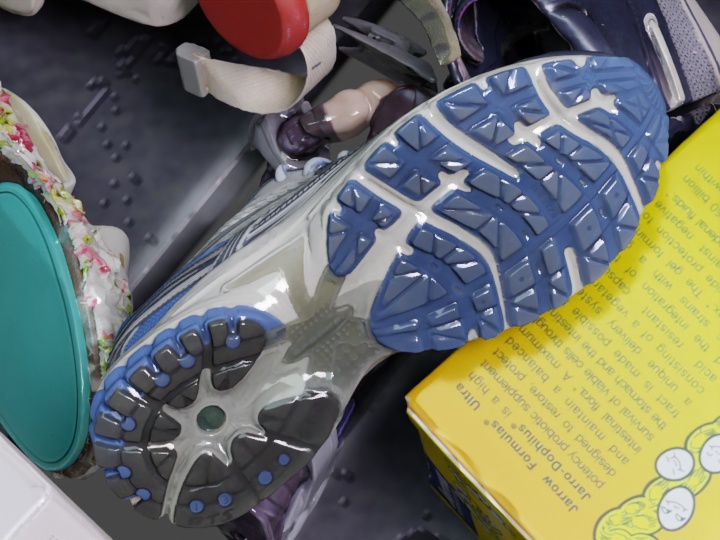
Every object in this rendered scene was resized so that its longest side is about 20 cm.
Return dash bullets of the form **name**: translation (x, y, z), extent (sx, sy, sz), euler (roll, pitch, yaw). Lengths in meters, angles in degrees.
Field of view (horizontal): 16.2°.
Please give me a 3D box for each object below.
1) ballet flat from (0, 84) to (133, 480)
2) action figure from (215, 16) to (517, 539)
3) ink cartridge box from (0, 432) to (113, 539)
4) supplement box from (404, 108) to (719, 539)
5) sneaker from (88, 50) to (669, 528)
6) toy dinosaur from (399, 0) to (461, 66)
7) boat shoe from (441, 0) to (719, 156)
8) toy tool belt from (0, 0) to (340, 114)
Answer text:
- **ballet flat**: translation (-0.116, -0.018, 0.860), extent (0.076, 0.064, 0.201), euler (-50, 60, 34)
- **action figure**: translation (0.000, 0.000, 0.852), extent (0.130, 0.069, 0.200), euler (32, 75, 22)
- **ink cartridge box**: translation (-0.130, 0.119, 0.769), extent (0.129, 0.200, 0.125), euler (-46, 56, -9)
- **supplement box**: translation (0.124, 0.027, 0.805), extent (0.200, 0.109, 0.110), euler (-42, 73, -7)
- **sneaker**: translation (-0.001, -0.011, 0.767), extent (0.199, 0.085, 0.077), euler (-32, 115, 5)
- **toy dinosaur**: translation (-0.005, -0.151, 0.799), extent (0.088, 0.048, 0.200), euler (-29, 72, -30)
- **boat shoe**: translation (0.046, -0.113, 0.826), extent (0.075, 0.093, 0.201), euler (-43, 75, 27)
- **toy tool belt**: translation (-0.057, -0.146, 0.869), extent (0.199, 0.126, 0.123), euler (25, 51, 35)
